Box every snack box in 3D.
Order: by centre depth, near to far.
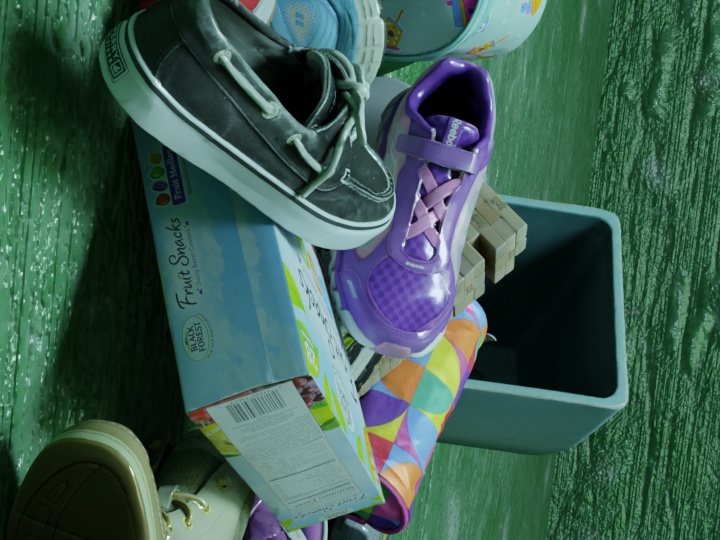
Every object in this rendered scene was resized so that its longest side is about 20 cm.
[{"bbox_3d":[-0.051,0.029,0.681,0.200,0.067,0.170,65,8,-60],"label":"snack box"}]

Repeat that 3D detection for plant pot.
[{"bbox_3d":[0.114,0.069,1.149,0.201,0.194,0.197,106,-9,-57],"label":"plant pot"}]

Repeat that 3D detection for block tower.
[{"bbox_3d":[0.027,0.023,0.887,0.199,0.058,0.054,-37,155,-13],"label":"block tower"}]

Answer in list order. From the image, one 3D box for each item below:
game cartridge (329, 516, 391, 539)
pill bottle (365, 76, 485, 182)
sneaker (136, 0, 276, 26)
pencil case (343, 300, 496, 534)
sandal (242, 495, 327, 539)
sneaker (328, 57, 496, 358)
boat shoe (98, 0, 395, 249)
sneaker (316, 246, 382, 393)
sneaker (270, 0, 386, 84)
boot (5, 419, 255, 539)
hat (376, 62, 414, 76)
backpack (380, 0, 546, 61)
[{"bbox_3d":[0.002,0.223,1.049,0.134,0.040,0.201,-66,171,-47],"label":"game cartridge"},{"bbox_3d":[0.032,-0.071,0.959,0.200,0.111,0.113,47,53,-70],"label":"pill bottle"},{"bbox_3d":[-0.073,-0.191,0.609,0.113,0.071,0.201,68,34,-55],"label":"sneaker"},{"bbox_3d":[0.032,0.095,0.933,0.089,0.088,0.201,83,28,-43],"label":"pencil case"},{"bbox_3d":[-0.059,0.180,0.759,0.050,0.082,0.204,115,-15,-52],"label":"sandal"},{"bbox_3d":[0.038,-0.047,0.755,0.089,0.080,0.202,127,-20,-59],"label":"sneaker"},{"bbox_3d":[-0.028,-0.072,0.583,0.199,0.068,0.074,34,35,-48],"label":"boat shoe"},{"bbox_3d":[0.000,0.000,0.832,0.200,0.081,0.074,-50,158,-21],"label":"sneaker"},{"bbox_3d":[-0.045,-0.109,0.759,0.201,0.089,0.079,103,-22,-53],"label":"sneaker"},{"bbox_3d":[-0.106,0.123,0.641,0.155,0.071,0.202,-59,158,-53],"label":"boot"},{"bbox_3d":[0.080,-0.202,0.943,0.200,0.174,0.168,-6,104,-74],"label":"hat"},{"bbox_3d":[0.033,-0.227,0.785,0.153,0.175,0.202,-24,121,-52],"label":"backpack"}]
